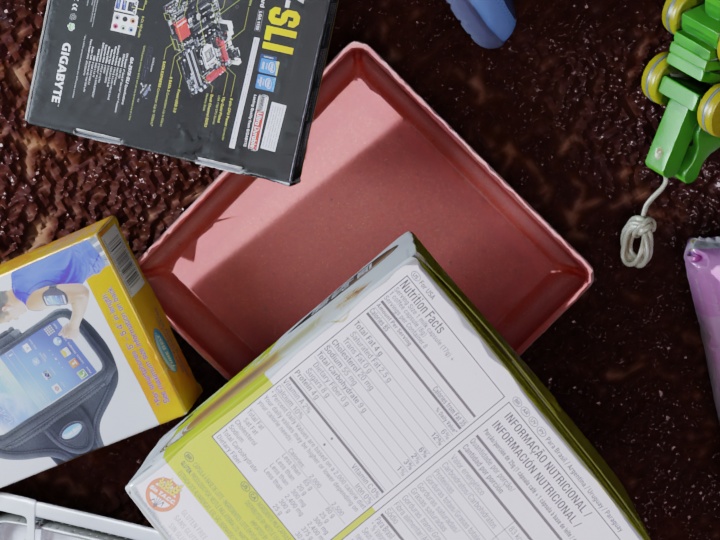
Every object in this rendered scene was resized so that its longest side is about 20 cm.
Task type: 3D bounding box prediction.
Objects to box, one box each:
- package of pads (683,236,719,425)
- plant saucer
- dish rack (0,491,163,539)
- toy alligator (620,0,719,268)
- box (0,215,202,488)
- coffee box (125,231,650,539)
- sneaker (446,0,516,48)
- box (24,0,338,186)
[{"bbox_3d":[0.264,0.065,1.522,0.120,0.076,0.201,-12,102,7],"label":"package of pads"},{"bbox_3d":[0.000,0.000,1.532,0.200,0.037,0.200,44,100,-9],"label":"plant saucer"},{"bbox_3d":[-0.148,0.223,1.553,0.199,0.043,0.173,10,104,26],"label":"dish rack"},{"bbox_3d":[0.197,-0.095,1.502,0.054,0.059,0.201,-5,119,-39],"label":"toy alligator"},{"bbox_3d":[-0.206,0.061,1.532,0.199,0.041,0.120,-23,102,16],"label":"box"},{"bbox_3d":[0.017,0.118,1.423,0.198,0.200,0.200,-40,93,3],"label":"coffee box"},{"bbox_3d":[0.060,-0.223,1.462,0.082,0.074,0.201,-18,103,3],"label":"sneaker"},{"bbox_3d":[-0.091,-0.162,1.471,0.159,0.049,0.201,12,97,5],"label":"box"}]
